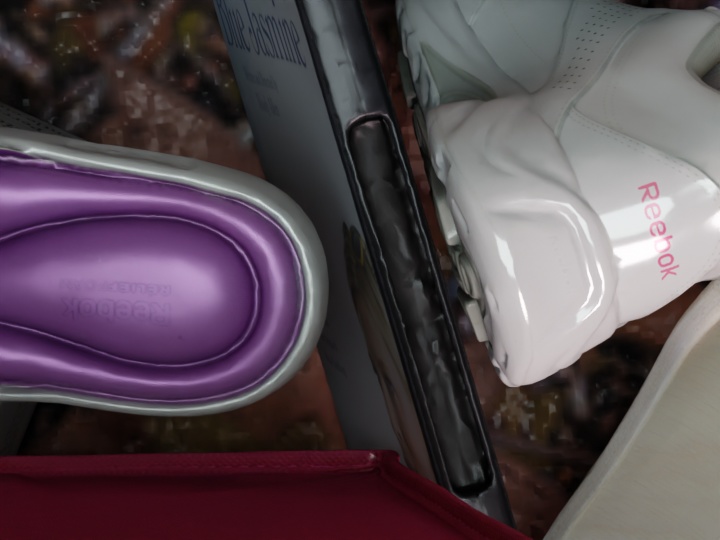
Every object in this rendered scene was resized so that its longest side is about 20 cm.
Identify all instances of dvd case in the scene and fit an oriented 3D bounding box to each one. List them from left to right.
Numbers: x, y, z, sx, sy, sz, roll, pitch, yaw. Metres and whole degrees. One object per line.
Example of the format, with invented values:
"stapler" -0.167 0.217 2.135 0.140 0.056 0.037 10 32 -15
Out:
"dvd case" 0.000 0.000 0.758 0.018 0.143 0.200 -18 100 -8

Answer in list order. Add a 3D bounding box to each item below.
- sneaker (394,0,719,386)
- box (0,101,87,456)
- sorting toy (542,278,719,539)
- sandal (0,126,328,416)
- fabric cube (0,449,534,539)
"sneaker" 0.064 -0.034 0.720 0.099 0.200 0.078 -15 114 1
"box" -0.193 0.030 0.785 0.199 0.131 0.200 24 102 0
"sorting toy" 0.141 0.071 0.790 0.200 0.107 0.180 39 112 -10
"sandal" -0.110 0.001 0.680 0.202 0.050 0.083 -4 98 4
"fabric cube" -0.067 0.148 0.629 0.200 0.196 0.200 0 92 -10
